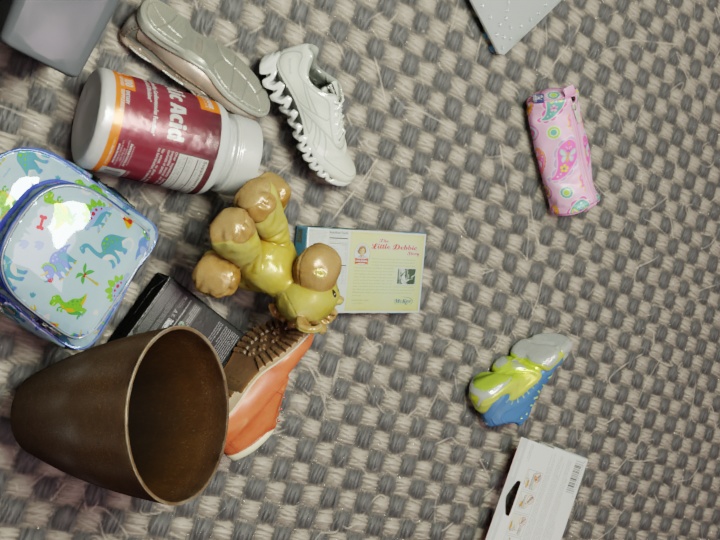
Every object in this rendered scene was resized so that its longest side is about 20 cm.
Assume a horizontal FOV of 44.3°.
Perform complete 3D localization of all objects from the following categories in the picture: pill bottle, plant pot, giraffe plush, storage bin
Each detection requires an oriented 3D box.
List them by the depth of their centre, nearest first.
[{"bbox_3d":[-0.323,-0.286,0.909,0.145,0.200,0.135,24,93,-32],"label":"storage bin"},{"bbox_3d":[-0.278,0.159,0.979,0.187,0.198,0.189,-4,90,-66],"label":"plant pot"},{"bbox_3d":[-0.222,-0.154,1.030,0.199,0.114,0.115,11,91,-33],"label":"pill bottle"},{"bbox_3d":[-0.094,0.003,1.064,0.161,0.201,0.173,30,51,6],"label":"giraffe plush"}]

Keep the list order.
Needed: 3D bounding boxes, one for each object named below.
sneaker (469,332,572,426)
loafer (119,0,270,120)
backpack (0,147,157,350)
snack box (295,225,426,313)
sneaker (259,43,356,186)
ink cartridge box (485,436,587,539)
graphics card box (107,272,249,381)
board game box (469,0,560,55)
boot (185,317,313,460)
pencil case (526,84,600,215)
[{"bbox_3d":[0.259,0.180,1.416,0.199,0.076,0.106,-25,122,-19],"label":"sneaker"},{"bbox_3d":[-0.199,-0.246,1.073,0.200,0.063,0.072,36,44,-34],"label":"loafer"},{"bbox_3d":[-0.338,-0.032,0.956,0.200,0.147,0.184,38,74,-27],"label":"backpack"},{"bbox_3d":[0.000,0.000,1.238,0.199,0.037,0.117,2,96,-33],"label":"snack box"},{"bbox_3d":[-0.051,-0.198,1.141,0.201,0.081,0.075,59,24,-26],"label":"sneaker"},{"bbox_3d":[0.279,0.383,1.466,0.173,0.043,0.202,23,84,-32],"label":"ink cartridge box"},{"bbox_3d":[-0.210,0.110,1.113,0.200,0.051,0.126,41,75,-31],"label":"graphics card box"},{"bbox_3d":[0.220,-0.460,1.319,0.200,0.026,0.201,-44,117,-19],"label":"board game box"},{"bbox_3d":[-0.122,0.145,1.111,0.200,0.075,0.108,-46,129,-17],"label":"boot"},{"bbox_3d":[0.318,-0.189,1.386,0.087,0.087,0.202,-25,110,-27],"label":"pencil case"}]
